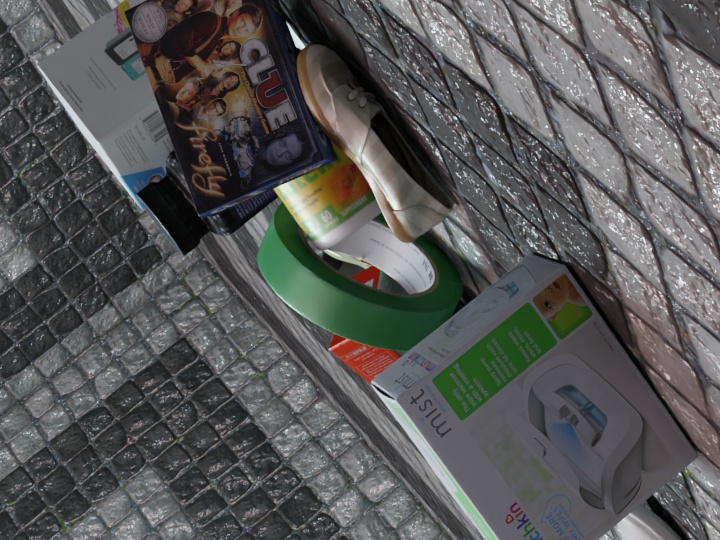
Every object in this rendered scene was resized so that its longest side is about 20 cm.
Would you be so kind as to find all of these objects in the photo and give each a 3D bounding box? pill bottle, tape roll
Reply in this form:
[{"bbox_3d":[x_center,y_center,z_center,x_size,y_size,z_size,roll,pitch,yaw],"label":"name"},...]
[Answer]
[{"bbox_3d":[-0.052,-0.129,1.669,0.200,0.111,0.111,54,172,-5],"label":"pill bottle"},{"bbox_3d":[-0.140,-0.110,1.946,0.112,0.200,0.112,51,172,9],"label":"pill bottle"},{"bbox_3d":[0.000,0.000,1.741,0.199,0.048,0.201,19,-153,-10],"label":"tape roll"}]

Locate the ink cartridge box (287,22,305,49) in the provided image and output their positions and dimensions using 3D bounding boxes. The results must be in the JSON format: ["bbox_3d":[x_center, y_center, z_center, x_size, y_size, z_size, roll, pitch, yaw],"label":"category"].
[{"bbox_3d":[-0.071,-0.200,1.796,0.162,0.050,0.200,53,154,-2],"label":"ink cartridge box"}]

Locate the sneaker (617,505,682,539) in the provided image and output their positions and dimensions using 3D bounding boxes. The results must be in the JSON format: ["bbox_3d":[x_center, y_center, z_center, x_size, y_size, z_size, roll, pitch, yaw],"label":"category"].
[{"bbox_3d":[0.291,0.312,1.747,0.200,0.088,0.075,55,173,-15],"label":"sneaker"}]

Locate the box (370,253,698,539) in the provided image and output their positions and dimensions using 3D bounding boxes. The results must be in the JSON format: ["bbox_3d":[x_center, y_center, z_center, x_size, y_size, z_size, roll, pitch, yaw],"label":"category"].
[{"bbox_3d":[0.138,0.121,1.453,0.200,0.176,0.097,54,172,-12],"label":"box"}]

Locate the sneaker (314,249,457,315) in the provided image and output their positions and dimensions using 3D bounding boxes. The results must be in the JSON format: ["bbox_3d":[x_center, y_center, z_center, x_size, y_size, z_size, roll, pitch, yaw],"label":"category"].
[{"bbox_3d":[0.017,0.029,1.967,0.200,0.115,0.075,47,171,34],"label":"sneaker"}]

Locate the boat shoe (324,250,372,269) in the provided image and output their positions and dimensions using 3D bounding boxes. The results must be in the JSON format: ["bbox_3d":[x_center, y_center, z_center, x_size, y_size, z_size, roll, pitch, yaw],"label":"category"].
[{"bbox_3d":[0.003,-0.043,1.922,0.200,0.074,0.067,33,158,39],"label":"boat shoe"}]

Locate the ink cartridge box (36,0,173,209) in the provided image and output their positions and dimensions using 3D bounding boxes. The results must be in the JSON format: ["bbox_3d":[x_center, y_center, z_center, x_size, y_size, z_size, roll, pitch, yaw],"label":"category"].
[{"bbox_3d":[-0.221,-0.206,1.992,0.146,0.200,0.147,49,172,31],"label":"ink cartridge box"}]

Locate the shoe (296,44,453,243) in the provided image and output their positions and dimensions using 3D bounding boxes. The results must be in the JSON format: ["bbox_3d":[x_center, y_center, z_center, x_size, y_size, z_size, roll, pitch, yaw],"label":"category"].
[{"bbox_3d":[0.014,-0.120,1.590,0.200,0.053,0.070,57,-148,-13],"label":"shoe"}]

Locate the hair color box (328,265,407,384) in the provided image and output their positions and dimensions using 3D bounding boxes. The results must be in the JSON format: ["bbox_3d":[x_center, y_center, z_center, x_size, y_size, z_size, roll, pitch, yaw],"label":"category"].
[{"bbox_3d":[0.062,0.092,1.862,0.200,0.061,0.102,41,-140,-26],"label":"hair color box"}]

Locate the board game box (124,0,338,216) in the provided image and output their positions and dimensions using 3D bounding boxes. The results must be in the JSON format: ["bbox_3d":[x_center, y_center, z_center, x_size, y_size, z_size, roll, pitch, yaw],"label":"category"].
[{"bbox_3d":[-0.117,-0.166,1.605,0.201,0.135,0.035,69,-160,5],"label":"board game box"}]
